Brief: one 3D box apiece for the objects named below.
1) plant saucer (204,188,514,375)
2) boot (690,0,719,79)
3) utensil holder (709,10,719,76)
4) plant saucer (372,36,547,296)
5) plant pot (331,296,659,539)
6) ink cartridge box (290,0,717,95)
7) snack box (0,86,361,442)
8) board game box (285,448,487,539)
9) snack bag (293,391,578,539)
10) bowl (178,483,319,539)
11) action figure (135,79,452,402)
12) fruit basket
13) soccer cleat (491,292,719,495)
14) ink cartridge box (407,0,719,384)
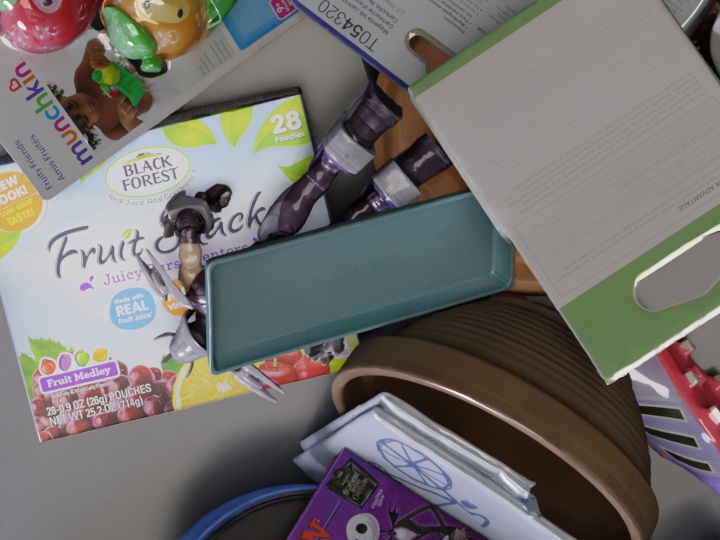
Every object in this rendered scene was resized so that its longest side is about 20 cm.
[{"bbox_3d":[0.000,0.000,1.329,0.200,0.019,0.070,-15,121,-28],"label":"plant saucer"},{"bbox_3d":[0.265,-0.126,1.419,0.200,0.075,0.107,44,76,-1],"label":"boot"},{"bbox_3d":[0.305,-0.173,1.321,0.170,0.170,0.200,33,72,-6],"label":"utensil holder"},{"bbox_3d":[0.104,-0.086,1.405,0.200,0.032,0.200,-1,85,9],"label":"plant saucer"},{"bbox_3d":[0.091,0.079,1.377,0.201,0.201,0.093,33,70,-6],"label":"plant pot"},{"bbox_3d":[0.096,-0.173,1.379,0.196,0.043,0.200,39,93,12],"label":"ink cartridge box"},{"bbox_3d":[-0.112,-0.005,1.424,0.200,0.068,0.169,-13,98,-1],"label":"snack box"},{"bbox_3d":[-0.012,0.215,1.355,0.120,0.032,0.200,30,69,2],"label":"board game box"},{"bbox_3d":[0.065,0.144,1.400,0.200,0.189,0.021,34,69,-5],"label":"snack bag"},{"bbox_3d":[-0.027,0.219,1.385,0.200,0.039,0.201,4,72,-12],"label":"bowl"},{"bbox_3d":[-0.039,-0.013,1.361,0.200,0.069,0.130,-44,107,3],"label":"action figure"},{"bbox_3d":[-0.152,-0.170,1.363,0.200,0.094,0.185,-37,98,-22],"label":"fruit basket"},{"bbox_3d":[0.163,0.065,1.447,0.076,0.067,0.200,-36,97,20],"label":"soccer cleat"},{"bbox_3d":[0.139,-0.056,1.310,0.145,0.048,0.200,-33,79,2],"label":"ink cartridge box"}]
